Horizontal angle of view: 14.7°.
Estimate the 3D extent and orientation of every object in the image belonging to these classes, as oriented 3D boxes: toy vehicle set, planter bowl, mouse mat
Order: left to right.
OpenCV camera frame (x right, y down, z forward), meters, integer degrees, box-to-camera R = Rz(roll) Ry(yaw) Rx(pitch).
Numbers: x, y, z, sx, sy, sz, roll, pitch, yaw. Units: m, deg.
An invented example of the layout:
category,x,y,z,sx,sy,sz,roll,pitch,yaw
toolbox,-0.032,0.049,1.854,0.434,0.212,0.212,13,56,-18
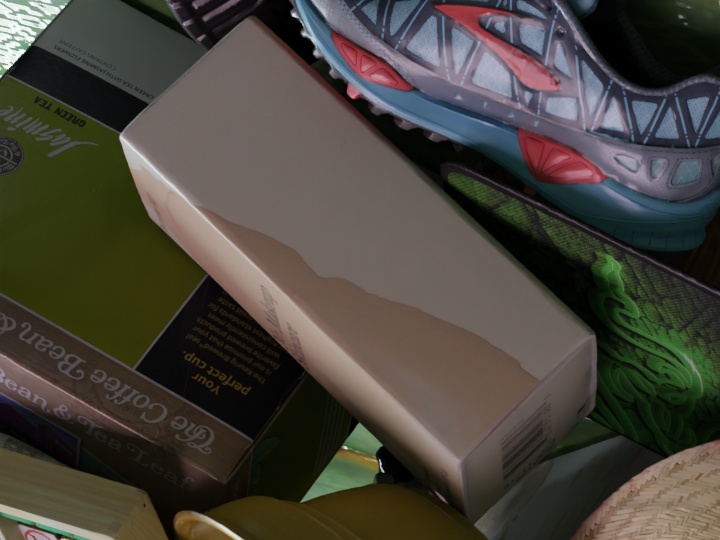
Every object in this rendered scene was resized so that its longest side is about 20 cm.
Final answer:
category,x,y,z,sx,sy,sz,roll,pitch,yaw
toy vehicle set,-0.159,0.120,1.200,0.199,0.027,0.125,13,141,31
planter bowl,0.020,0.148,1.135,0.200,0.083,0.201,43,161,19
mouse mat,0.111,0.033,1.148,0.160,0.008,0.200,27,162,22

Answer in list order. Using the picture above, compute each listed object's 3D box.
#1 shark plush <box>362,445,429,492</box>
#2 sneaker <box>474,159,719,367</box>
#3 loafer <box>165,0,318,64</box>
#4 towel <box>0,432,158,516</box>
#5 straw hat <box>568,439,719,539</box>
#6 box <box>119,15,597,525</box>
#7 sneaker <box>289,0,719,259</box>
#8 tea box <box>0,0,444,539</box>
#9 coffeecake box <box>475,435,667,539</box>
category,x,y,z,sx,sy,sz,roll,pitch,yaw
shark plush,-0.009,0.145,1.324,0.090,0.200,0.084,3,126,9
sneaker,0.138,0.008,1.166,0.199,0.075,0.088,29,161,19
loafer,-0.065,-0.165,1.153,0.073,0.071,0.200,-24,129,15
towel,-0.169,0.115,1.247,0.199,0.031,0.150,22,148,23
straw hat,0.169,0.171,1.121,0.200,0.085,0.202,0,120,0
box,0.000,0.000,1.140,0.200,0.078,0.095,43,168,20
sneaker,0.067,-0.092,1.110,0.199,0.079,0.096,31,114,9
tea box,-0.097,0.014,1.262,0.199,0.197,0.134,29,145,13
coffeecake box,0.085,0.162,1.305,0.073,0.154,0.200,44,146,-15
